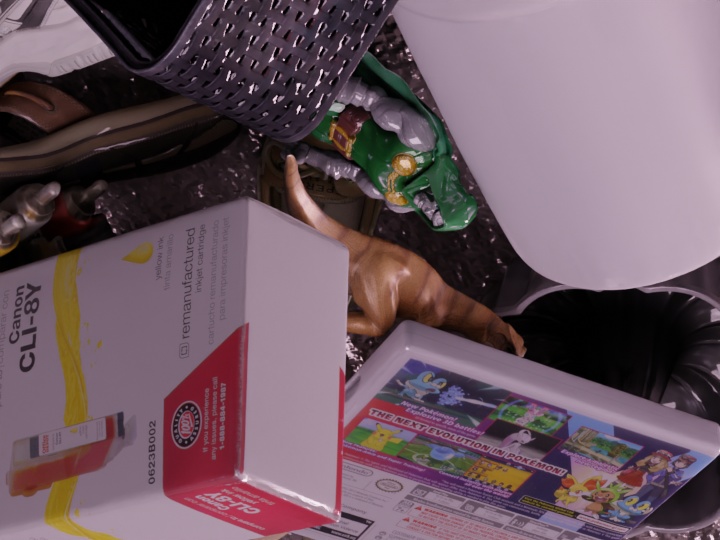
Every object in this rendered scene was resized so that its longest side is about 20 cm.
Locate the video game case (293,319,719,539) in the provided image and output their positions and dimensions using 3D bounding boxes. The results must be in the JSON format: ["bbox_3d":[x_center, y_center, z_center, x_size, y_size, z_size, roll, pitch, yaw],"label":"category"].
[{"bbox_3d":[0.064,0.109,1.446,0.199,0.023,0.182,19,137,-23],"label":"video game case"}]

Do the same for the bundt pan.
[{"bbox_3d":[0.148,0.054,1.474,0.201,0.076,0.203,5,132,5],"label":"bundt pan"}]

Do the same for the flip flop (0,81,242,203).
[{"bbox_3d":[-0.162,-0.074,1.405,0.199,0.058,0.081,-15,167,-7],"label":"flip flop"}]

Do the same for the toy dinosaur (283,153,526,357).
[{"bbox_3d":[0.000,0.000,1.383,0.200,0.061,0.106,34,126,-30],"label":"toy dinosaur"}]

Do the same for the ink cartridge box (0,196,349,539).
[{"bbox_3d":[-0.109,0.063,1.320,0.199,0.146,0.083,-16,153,35],"label":"ink cartridge box"}]

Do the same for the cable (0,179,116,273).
[{"bbox_3d":[-0.209,-0.005,1.435,0.199,0.097,0.051,-20,91,41],"label":"cable"}]

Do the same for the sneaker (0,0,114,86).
[{"bbox_3d":[-0.199,-0.135,1.374,0.199,0.076,0.088,-20,110,23],"label":"sneaker"}]

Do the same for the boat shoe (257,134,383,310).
[{"bbox_3d":[-0.023,-0.033,1.431,0.073,0.063,0.201,12,133,-2],"label":"boat shoe"}]

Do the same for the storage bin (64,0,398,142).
[{"bbox_3d":[-0.037,-0.177,1.185,0.094,0.135,0.200,24,104,-40],"label":"storage bin"}]

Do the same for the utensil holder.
[{"bbox_3d":[0.110,-0.115,1.264,0.169,0.170,0.200,-12,132,20],"label":"utensil holder"}]

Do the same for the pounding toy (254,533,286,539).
[{"bbox_3d":[-0.168,0.100,1.497,0.200,0.142,0.184,-34,139,0],"label":"pounding toy"}]

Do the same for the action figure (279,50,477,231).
[{"bbox_3d":[-0.016,-0.086,1.318,0.200,0.055,0.118,40,148,23],"label":"action figure"}]

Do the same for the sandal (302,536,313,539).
[{"bbox_3d":[0.014,0.147,1.597,0.080,0.054,0.200,18,133,-7],"label":"sandal"}]
